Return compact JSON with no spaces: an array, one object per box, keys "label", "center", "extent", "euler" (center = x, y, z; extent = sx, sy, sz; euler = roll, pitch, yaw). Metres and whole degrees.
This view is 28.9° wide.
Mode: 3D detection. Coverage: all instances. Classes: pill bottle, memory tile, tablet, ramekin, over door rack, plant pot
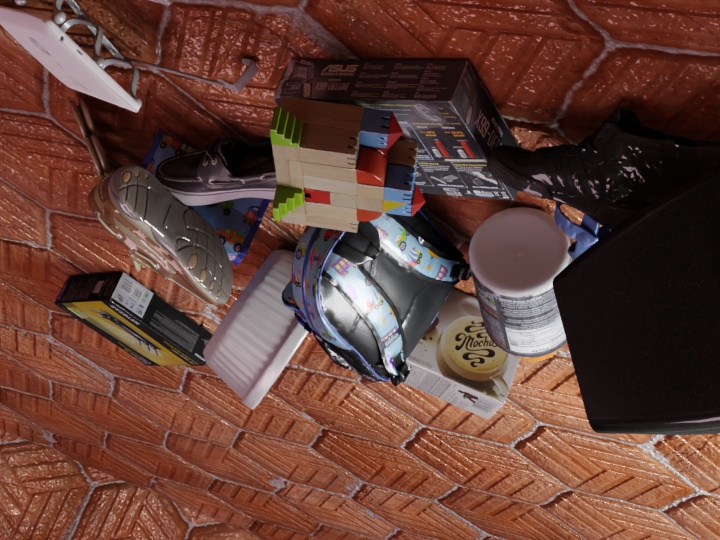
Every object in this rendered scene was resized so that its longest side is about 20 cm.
[{"label":"pill bottle","center":[0.176,0.025,1.479],"extent":[0.106,0.106,0.200],"euler":[14,156,18]},{"label":"memory tile","center":[-0.290,-0.098,1.616],"extent":[0.017,0.154,0.200],"euler":[-22,158,-8]},{"label":"tablet","center":[-0.300,-0.213,1.387],"extent":[0.130,0.014,0.200],"euler":[45,168,-32]},{"label":"ramekin","center":[-0.112,0.064,1.723],"extent":[0.094,0.203,0.202],"euler":[36,156,-1]},{"label":"over door rack","center":[-0.222,-0.221,1.346],"extent":[0.200,0.067,0.148],"euler":[7,154,32]},{"label":"plant pot","center":[0.276,0.046,1.158],"extent":[0.177,0.200,0.199],"euler":[-20,164,29]}]

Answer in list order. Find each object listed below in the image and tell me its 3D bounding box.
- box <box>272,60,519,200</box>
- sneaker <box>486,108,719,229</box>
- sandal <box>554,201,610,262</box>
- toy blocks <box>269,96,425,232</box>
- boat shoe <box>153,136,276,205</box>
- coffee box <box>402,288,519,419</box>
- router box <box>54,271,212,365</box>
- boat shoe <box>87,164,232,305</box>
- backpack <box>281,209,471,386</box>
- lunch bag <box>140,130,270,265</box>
[{"label":"box","center":[0.038,-0.133,1.326],"extent":[0.200,0.050,0.158],"euler":[6,152,34]},{"label":"sneaker","center":[0.211,-0.099,1.215],"extent":[0.200,0.060,0.104],"euler":[27,116,24]},{"label":"sandal","center":[0.245,-0.055,1.286],"extent":[0.087,0.079,0.200],"euler":[55,142,-4]},{"label":"toy blocks","center":[-0.007,-0.092,1.297],"extent":[0.136,0.100,0.200],"euler":[8,155,5]},{"label":"boat shoe","center":[-0.135,-0.113,1.494],"extent":[0.200,0.070,0.066],"euler":[5,141,20]},{"label":"coffee box","center":[0.089,0.082,1.674],"extent":[0.200,0.113,0.080],"euler":[24,157,-1]},{"label":"router box","center":[-0.342,0.077,2.125],"extent":[0.157,0.052,0.200],"euler":[-4,145,47]},{"label":"boat shoe","center":[-0.215,-0.034,1.514],"extent":[0.072,0.076,0.200],"euler":[-17,126,35]},{"label":"backpack","center":[0.000,0.000,1.484],"extent":[0.134,0.183,0.200],"euler":[24,165,40]},{"label":"lunch bag","center":[-0.199,-0.064,1.650],"extent":[0.150,0.094,0.200],"euler":[26,162,-6]}]
